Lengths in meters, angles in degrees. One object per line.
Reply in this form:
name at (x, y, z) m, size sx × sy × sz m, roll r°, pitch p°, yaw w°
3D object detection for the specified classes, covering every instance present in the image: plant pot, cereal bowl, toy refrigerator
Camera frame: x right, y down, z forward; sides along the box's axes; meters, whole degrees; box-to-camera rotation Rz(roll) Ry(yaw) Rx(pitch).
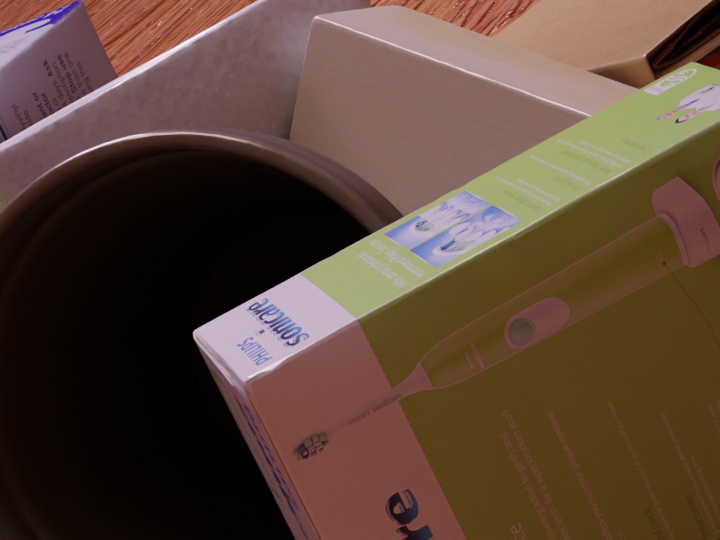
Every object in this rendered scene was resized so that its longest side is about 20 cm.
plant pot at (-0.041, 0.041, 1.089) m, size 0.200 × 0.200 × 0.174 m, roll -22°, pitch 0°, yaw 16°
cereal bowl at (-0.073, -0.061, 1.272) m, size 0.200 × 0.083 × 0.200 m, roll -30°, pitch 7°, yaw 4°
toy refrigerator at (0.071, -0.045, 1.160) m, size 0.200 × 0.076 × 0.070 m, roll 22°, pitch 21°, yaw 32°

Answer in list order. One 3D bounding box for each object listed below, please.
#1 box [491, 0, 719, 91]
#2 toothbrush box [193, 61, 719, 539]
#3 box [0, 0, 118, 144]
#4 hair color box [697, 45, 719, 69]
box at (0.123, -0.116, 1.275) m, size 0.163 × 0.021 × 0.200 m, roll -38°, pitch 16°, yaw -28°
toothbrush box at (0.069, 0.043, 0.932) m, size 0.200 × 0.146 × 0.086 m, roll -30°, pitch 16°, yaw -9°
box at (-0.183, -0.007, 1.419) m, size 0.105 × 0.184 × 0.200 m, roll -16°, pitch 18°, yaw 29°
hair color box at (0.186, -0.104, 1.289) m, size 0.111 × 0.064 × 0.200 m, roll -23°, pitch 17°, yaw 22°
